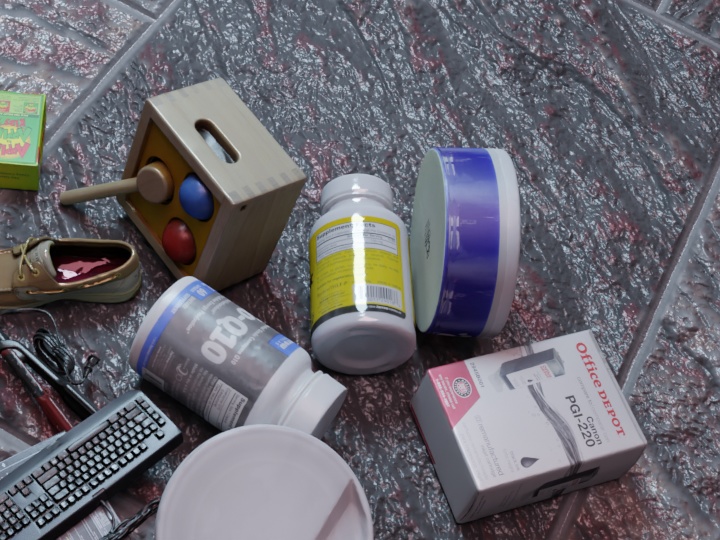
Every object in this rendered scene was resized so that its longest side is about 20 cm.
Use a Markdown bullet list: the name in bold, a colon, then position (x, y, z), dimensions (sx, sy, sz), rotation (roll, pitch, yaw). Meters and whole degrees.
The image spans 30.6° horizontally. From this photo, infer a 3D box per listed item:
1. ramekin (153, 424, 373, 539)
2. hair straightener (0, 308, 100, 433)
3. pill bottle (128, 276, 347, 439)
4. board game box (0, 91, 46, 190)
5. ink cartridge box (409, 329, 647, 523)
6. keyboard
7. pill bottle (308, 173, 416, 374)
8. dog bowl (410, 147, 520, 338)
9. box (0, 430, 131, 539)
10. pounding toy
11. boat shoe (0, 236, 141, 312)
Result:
- **ramekin**: position (-0.094, 0.244, 1.205), dimensions (0.201, 0.094, 0.204), rotation (3, 79, -17)
- **hair straightener**: position (-0.299, 0.107, 1.323), dimensions (0.077, 0.041, 0.200), rotation (-34, 65, -29)
- **pill bottle**: position (-0.120, 0.103, 1.313), dimensions (0.199, 0.114, 0.114), rotation (32, 56, 9)
- **board game box**: position (-0.450, -0.149, 1.446), dimensions (0.198, 0.048, 0.102), rotation (4, 57, -10)
- **ink cartridge box**: position (0.172, 0.159, 1.362), dimensions (0.199, 0.085, 0.146), rotation (-11, 60, -21)
- **keyboard**: position (-0.247, 0.202, 1.218), dimensions (0.127, 0.021, 0.200), rotation (43, 59, 17)
- **pill bottle**: position (0.000, 0.000, 1.410), dimensions (0.110, 0.112, 0.201), rotation (4, 56, -10)
- **dog bowl**: position (0.107, -0.030, 1.400), dimensions (0.078, 0.201, 0.201), rotation (3, 56, -8)
- **box**: position (-0.293, 0.268, 1.205), dimensions (0.158, 0.048, 0.200), rotation (-27, 65, -26)
- **pounding toy**: position (-0.194, -0.087, 1.397), dimensions (0.142, 0.185, 0.200), rotation (-24, 64, -39)
- **boat shoe**: position (-0.326, -0.005, 1.367), dimensions (0.198, 0.067, 0.074), rotation (-5, 58, -16)
